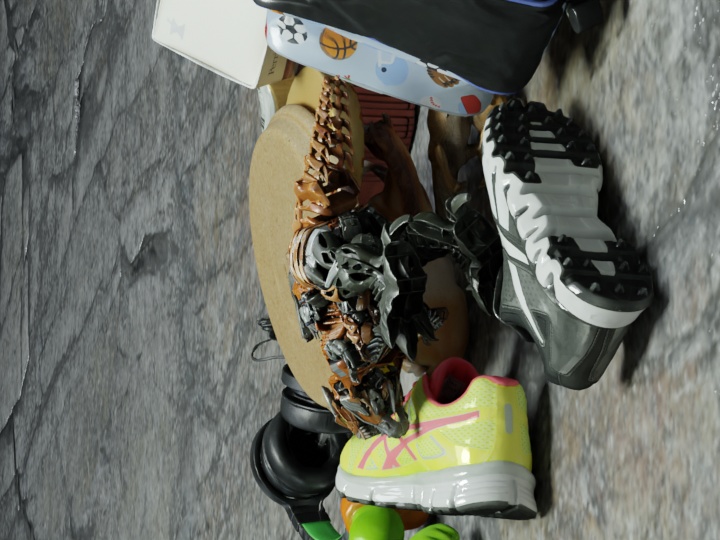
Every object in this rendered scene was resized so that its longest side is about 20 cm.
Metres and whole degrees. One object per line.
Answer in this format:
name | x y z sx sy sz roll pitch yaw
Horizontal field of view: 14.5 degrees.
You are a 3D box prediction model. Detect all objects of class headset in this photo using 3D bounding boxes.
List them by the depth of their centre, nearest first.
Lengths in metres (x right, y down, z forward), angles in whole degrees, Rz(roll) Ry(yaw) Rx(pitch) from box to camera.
headset | -0.019 0.101 1.923 0.201 0.093 0.124 61 142 37

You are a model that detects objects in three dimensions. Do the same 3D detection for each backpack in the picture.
backpack | 0.036 -0.193 1.576 0.154 0.199 0.191 119 171 -49

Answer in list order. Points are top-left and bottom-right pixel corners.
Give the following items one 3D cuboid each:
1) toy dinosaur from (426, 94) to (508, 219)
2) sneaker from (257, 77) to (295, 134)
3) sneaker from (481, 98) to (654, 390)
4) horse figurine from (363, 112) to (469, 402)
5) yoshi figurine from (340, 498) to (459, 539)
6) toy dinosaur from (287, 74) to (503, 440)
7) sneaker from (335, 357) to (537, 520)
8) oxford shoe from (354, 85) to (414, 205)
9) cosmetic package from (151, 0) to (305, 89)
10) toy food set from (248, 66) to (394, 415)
toy dinosaur | 0.058 -0.113 1.683 0.106 0.060 0.201 -144 60 -74
sneaker | -0.047 -0.115 2.038 0.088 0.075 0.201 106 167 -60
sneaker | 0.097 -0.011 1.498 0.200 0.066 0.091 -109 30 -51
horse figurine | 0.026 0.005 1.731 0.132 0.050 0.201 174 84 -70
yoshi figurine | 0.028 0.201 1.689 0.112 0.113 0.200 -38 14 12
toy dinosaur | 0.000 0.000 1.554 0.135 0.102 0.201 8 135 47
sneaker | 0.049 0.096 1.639 0.200 0.078 0.091 -5 80 63
oxford shoe | -0.010 -0.081 1.905 0.075 0.070 0.201 -100 22 -58
cosmetic package | -0.028 -0.189 1.747 0.087 0.200 0.104 28 120 27
toy food set | -0.019 -0.008 1.703 0.198 0.048 0.201 108 145 -57
